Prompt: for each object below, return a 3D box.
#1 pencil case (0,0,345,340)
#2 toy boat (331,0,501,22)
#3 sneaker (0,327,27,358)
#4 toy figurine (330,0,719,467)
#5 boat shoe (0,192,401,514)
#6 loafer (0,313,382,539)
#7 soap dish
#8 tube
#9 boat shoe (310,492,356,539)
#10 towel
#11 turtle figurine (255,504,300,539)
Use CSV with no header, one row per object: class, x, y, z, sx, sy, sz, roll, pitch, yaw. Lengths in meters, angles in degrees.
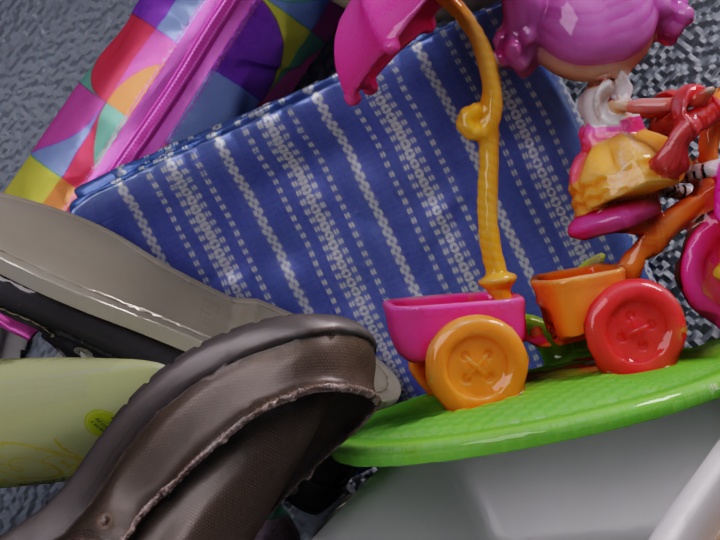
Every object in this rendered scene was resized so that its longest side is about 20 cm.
pencil case,-0.078,-0.058,1.192,0.088,0.088,0.200,31,89,36
toy boat,0.038,-0.190,1.120,0.130,0.131,0.200,3,51,33
sneaker,-0.211,0.060,1.226,0.076,0.080,0.200,29,85,37
toy figurine,0.070,-0.045,1.019,0.200,0.150,0.184,-11,94,-4
boat shoe,-0.087,0.030,1.097,0.200,0.073,0.063,23,110,0
loafer,-0.062,0.094,0.976,0.200,0.073,0.071,-43,60,15
soap dish,0.059,0.112,0.988,0.157,0.200,0.081,-9,108,26
tube,-0.114,0.054,1.069,0.200,0.058,0.052,-6,107,38
boat shoe,-0.017,0.171,1.077,0.072,0.060,0.202,9,76,32
towel,0.000,0.000,1.113,0.200,0.024,0.145,-23,98,20
turtle figurine,-0.113,0.152,1.067,0.150,0.101,0.200,22,62,29
